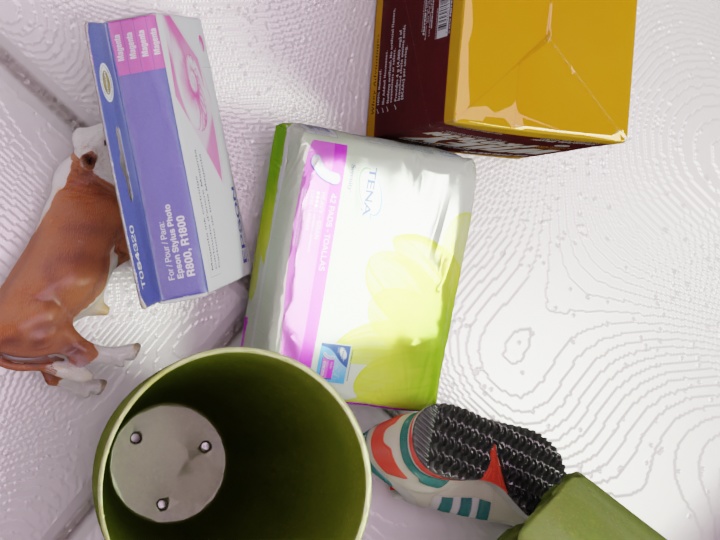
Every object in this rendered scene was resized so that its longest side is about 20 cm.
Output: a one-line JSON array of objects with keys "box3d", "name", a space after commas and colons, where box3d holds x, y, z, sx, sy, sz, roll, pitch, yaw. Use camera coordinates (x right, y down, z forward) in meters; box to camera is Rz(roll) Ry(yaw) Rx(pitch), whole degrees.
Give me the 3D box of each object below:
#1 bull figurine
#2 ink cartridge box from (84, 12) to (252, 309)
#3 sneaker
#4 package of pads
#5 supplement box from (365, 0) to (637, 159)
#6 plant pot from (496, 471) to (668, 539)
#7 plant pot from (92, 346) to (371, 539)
[{"box3d": [-0.195, -0.007, 1.515, 0.121, 0.065, 0.200, 34, 79, -17], "name": "bull figurine"}, {"box3d": [-0.130, -0.081, 1.471, 0.043, 0.200, 0.197, -10, 95, 8], "name": "ink cartridge box"}, {"box3d": [0.077, 0.153, 1.610, 0.200, 0.093, 0.071, 26, 62, -43], "name": "sneaker"}, {"box3d": [0.000, 0.000, 1.565, 0.154, 0.068, 0.201, 8, 93, -25], "name": "package of pads"}, {"box3d": [0.102, -0.190, 1.543, 0.132, 0.200, 0.198, 5, 88, -18], "name": "supplement box"}, {"box3d": [0.177, 0.254, 1.522, 0.200, 0.200, 0.190, -43, 84, -14], "name": "plant pot"}, {"box3d": [-0.111, 0.144, 1.472, 0.186, 0.200, 0.188, 0, 90, -18], "name": "plant pot"}]
